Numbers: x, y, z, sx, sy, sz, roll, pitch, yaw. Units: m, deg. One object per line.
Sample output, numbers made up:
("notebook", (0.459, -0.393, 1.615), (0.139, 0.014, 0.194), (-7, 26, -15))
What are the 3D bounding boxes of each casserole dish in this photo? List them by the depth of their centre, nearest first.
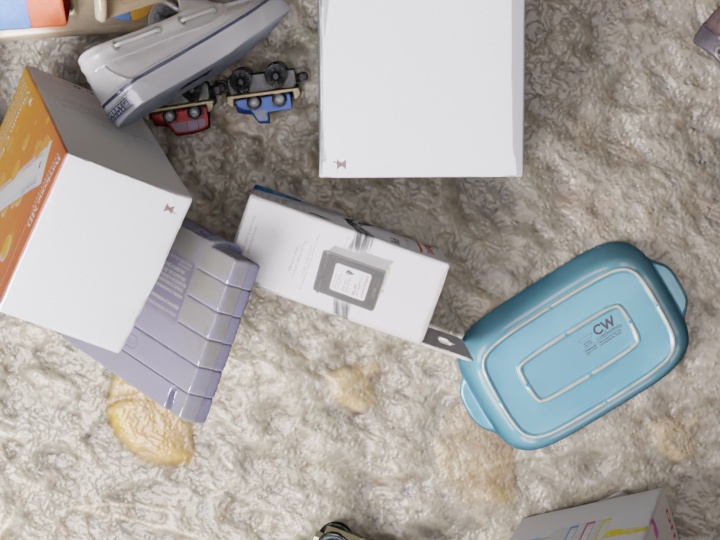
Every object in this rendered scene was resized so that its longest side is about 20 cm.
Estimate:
("casserole dish", (0.171, 0.063, 1.496), (0.199, 0.039, 0.122), (-32, 97, 2))

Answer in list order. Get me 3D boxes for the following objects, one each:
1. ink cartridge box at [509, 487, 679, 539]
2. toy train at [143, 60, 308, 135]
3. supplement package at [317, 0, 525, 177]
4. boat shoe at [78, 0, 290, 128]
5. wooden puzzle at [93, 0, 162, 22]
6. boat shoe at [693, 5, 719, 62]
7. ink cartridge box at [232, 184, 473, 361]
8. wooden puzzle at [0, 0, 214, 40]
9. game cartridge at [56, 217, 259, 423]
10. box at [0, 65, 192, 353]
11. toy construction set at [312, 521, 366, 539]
("ink cartridge box", (0.183, 0.262, 1.450), (0.124, 0.200, 0.130), (-14, 97, 18))
("toy train", (-0.137, -0.127, 1.469), (0.198, 0.034, 0.046), (-9, 101, 1))
("supplement package", (0.044, -0.173, 1.428), (0.154, 0.111, 0.202), (0, 98, -1))
("boat shoe", (-0.128, -0.175, 1.398), (0.073, 0.200, 0.066), (-36, 91, 41))
("wooden puzzle", (-0.128, -0.292, 1.351), (0.046, 0.199, 0.187), (27, 130, 36))
("boat shoe", (0.337, -0.129, 1.462), (0.065, 0.072, 0.200), (-41, 99, 16))
("ink cartridge box", (0.000, 0.000, 1.446), (0.198, 0.116, 0.067), (19, 95, -4))
("wooden puzzle", (-0.216, -0.254, 1.402), (0.198, 0.046, 0.187), (-7, 124, -2))
("game cartridge", (-0.156, 0.019, 1.420), (0.038, 0.199, 0.131), (20, 95, -42))
("box", (-0.208, -0.048, 1.360), (0.097, 0.200, 0.125), (20, 105, -25))
("toy construction set", (-0.005, 0.280, 1.498), (0.198, 0.092, 0.132), (19, 97, -14))
